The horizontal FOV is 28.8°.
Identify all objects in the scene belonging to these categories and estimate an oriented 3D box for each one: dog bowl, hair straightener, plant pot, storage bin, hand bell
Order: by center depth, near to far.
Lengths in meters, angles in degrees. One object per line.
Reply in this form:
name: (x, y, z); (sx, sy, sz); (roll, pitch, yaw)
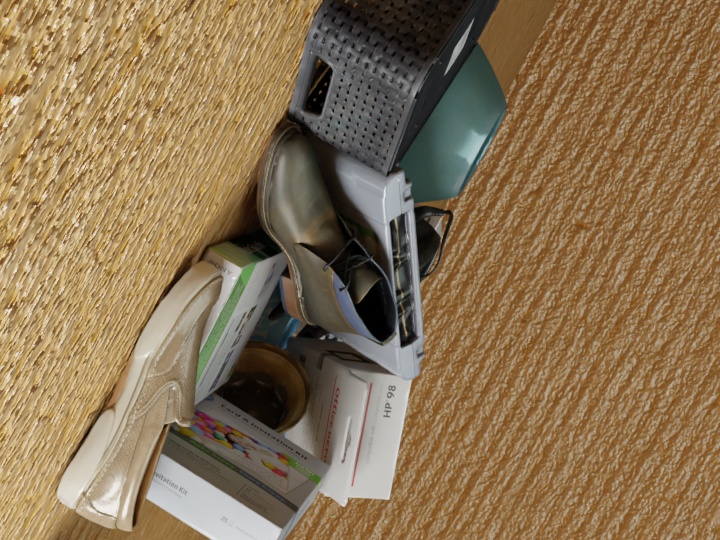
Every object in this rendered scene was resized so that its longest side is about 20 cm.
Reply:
storage bin: (0.037, -0.190, 1.077); (0.201, 0.093, 0.136); (-56, 173, -31)
plant pot: (0.052, -0.140, 1.253); (0.202, 0.134, 0.200); (-60, 175, -8)
hair straightener: (0.000, 0.000, 1.285); (0.198, 0.078, 0.041); (-26, -170, 10)
hand bell: (-0.111, 0.169, 1.349); (0.105, 0.103, 0.201); (-56, 167, -38)
dog bowl: (-0.105, 0.084, 1.401); (0.201, 0.049, 0.112); (-63, 174, 30)

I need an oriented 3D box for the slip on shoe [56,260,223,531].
slip on shoe: (-0.144, 0.091, 1.011); (0.202, 0.060, 0.076); (-60, 175, -8)

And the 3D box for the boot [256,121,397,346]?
boot: (-0.019, -0.025, 1.107); (0.075, 0.096, 0.202); (-47, 145, -30)

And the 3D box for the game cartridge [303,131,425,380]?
game cartridge: (-0.004, -0.016, 1.185); (0.040, 0.133, 0.202); (-25, 127, -28)

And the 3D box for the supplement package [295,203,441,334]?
supplement package: (0.003, 0.008, 1.682); (0.202, 0.110, 0.156); (-59, 174, -5)

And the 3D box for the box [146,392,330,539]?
box: (-0.114, 0.158, 1.139); (0.042, 0.155, 0.200); (-59, 174, 8)

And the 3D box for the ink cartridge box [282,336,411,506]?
ink cartridge box: (-0.014, 0.138, 1.293); (0.200, 0.066, 0.118); (-158, -102, -66)

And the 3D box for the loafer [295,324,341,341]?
loafer: (-0.076, 0.114, 1.498); (0.063, 0.072, 0.201); (-17, 151, -50)

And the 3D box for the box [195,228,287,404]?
box: (-0.117, 0.041, 1.153); (0.146, 0.036, 0.200); (-62, 176, 10)

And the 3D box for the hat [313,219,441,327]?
hat: (0.028, -0.014, 1.386); (0.202, 0.080, 0.201); (-55, 167, -19)
